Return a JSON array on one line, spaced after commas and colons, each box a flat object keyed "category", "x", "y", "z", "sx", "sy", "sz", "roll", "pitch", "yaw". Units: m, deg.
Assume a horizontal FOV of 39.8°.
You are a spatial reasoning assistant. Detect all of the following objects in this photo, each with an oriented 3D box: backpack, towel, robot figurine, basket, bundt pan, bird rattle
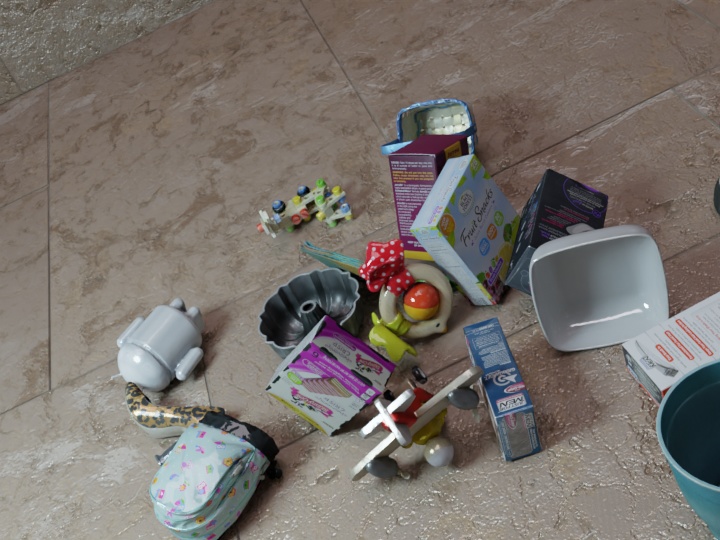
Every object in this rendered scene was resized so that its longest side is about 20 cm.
[{"category": "backpack", "x": -0.240, "y": 0.327, "z": 1.564, "sx": 0.166, "sy": 0.127, "sz": 0.201, "roll": 11, "pitch": 53, "yaw": 34}, {"category": "towel", "x": 0.000, "y": 0.000, "z": 1.804, "sx": 0.199, "sy": 0.146, "sz": 0.022, "roll": 18, "pitch": 81, "yaw": 42}, {"category": "robot figurine", "x": -0.376, "y": 0.146, "z": 1.865, "sx": 0.168, "sy": 0.114, "sz": 0.200, "roll": 22, "pitch": 56, "yaw": 25}, {"category": "basket", "x": 0.151, "y": -0.267, "z": 1.971, "sx": 0.175, "sy": 0.141, "sz": 0.200, "roll": -5, "pitch": 11, "yaw": 26}, {"category": "bundt pan", "x": -0.081, "y": 0.091, "z": 1.791, "sx": 0.200, "sy": 0.076, "sz": 0.203, "roll": -16, "pitch": 38, "yaw": 13}, {"category": "bird rattle", "x": 0.076, "y": 0.045, "z": 1.677, "sx": 0.161, "sy": 0.203, "sz": 0.113, "roll": -3, "pitch": 8, "yaw": -17}]

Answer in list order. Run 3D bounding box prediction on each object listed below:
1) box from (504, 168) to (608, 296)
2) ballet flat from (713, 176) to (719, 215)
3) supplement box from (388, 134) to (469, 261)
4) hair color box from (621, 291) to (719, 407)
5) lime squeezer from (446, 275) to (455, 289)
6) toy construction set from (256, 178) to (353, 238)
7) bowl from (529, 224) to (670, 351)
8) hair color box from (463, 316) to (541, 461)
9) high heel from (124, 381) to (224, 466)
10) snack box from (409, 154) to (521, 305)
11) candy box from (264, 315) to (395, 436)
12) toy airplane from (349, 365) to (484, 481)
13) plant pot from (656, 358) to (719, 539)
[{"category": "box", "x": 0.329, "y": -0.052, "z": 1.662, "sx": 0.121, "sy": 0.106, "sz": 0.201, "roll": 24, "pitch": 48, "yaw": -1}, {"category": "ballet flat", "x": 0.645, "y": -0.175, "z": 1.693, "sx": 0.067, "sy": 0.069, "sz": 0.201, "roll": 7, "pitch": 48, "yaw": 34}, {"category": "supplement box", "x": 0.135, "y": -0.133, "z": 1.804, "sx": 0.102, "sy": 0.202, "sz": 0.131, "roll": 5, "pitch": 25, "yaw": 34}, {"category": "hair color box", "x": 0.496, "y": 0.113, "z": 1.443, "sx": 0.198, "sy": 0.064, "sz": 0.111, "roll": -27, "pitch": 38, "yaw": -3}, {"category": "lime squeezer", "x": 0.142, "y": 0.016, "z": 1.778, "sx": 0.197, "sy": 0.038, "sz": 0.071, "roll": -1, "pitch": 35, "yaw": 7}, {"category": "toy construction set", "x": -0.122, "y": -0.119, "z": 2.062, "sx": 0.198, "sy": 0.093, "sz": 0.131, "roll": -19, "pitch": 37, "yaw": -9}, {"category": "bowl", "x": 0.362, "y": 0.019, "z": 1.522, "sx": 0.198, "sy": 0.201, "sz": 0.075, "roll": -13, "pitch": 33, "yaw": 12}, {"category": "hair color box", "x": 0.212, "y": 0.176, "z": 1.499, "sx": 0.060, "sy": 0.101, "sz": 0.201, "roll": -17, "pitch": 37, "yaw": 2}, {"category": "high heel", "x": -0.329, "y": 0.238, "z": 1.753, "sx": 0.142, "sy": 0.072, "sz": 0.200, "roll": -37, "pitch": 56, "yaw": -5}, {"category": "snack box", "x": 0.192, "y": -0.067, "z": 1.700, "sx": 0.067, "sy": 0.200, "sz": 0.170, "roll": -7, "pitch": 45, "yaw": 47}, {"category": "candy box", "x": -0.051, "y": 0.169, "z": 1.554, "sx": 0.061, "sy": 0.136, "sz": 0.200, "roll": -58, "pitch": 6, "yaw": -37}, {"category": "toy airplane", "x": 0.085, "y": 0.230, "z": 1.462, "sx": 0.199, "sy": 0.141, "sz": 0.200, "roll": -36, "pitch": -7, "yaw": -32}, {"category": "plant pot", "x": 0.473, "y": 0.240, "z": 1.202, "sx": 0.198, "sy": 0.189, "sz": 0.201, "roll": -15, "pitch": 39, "yaw": 13}]
